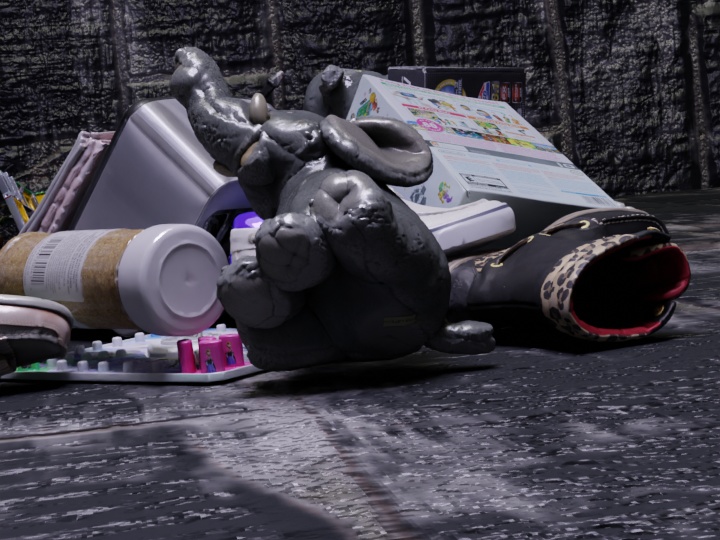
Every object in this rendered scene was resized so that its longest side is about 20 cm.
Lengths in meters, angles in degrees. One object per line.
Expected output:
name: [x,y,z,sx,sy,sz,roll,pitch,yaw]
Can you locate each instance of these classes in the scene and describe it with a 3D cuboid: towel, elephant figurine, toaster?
towel: [-0.241,-0.035,1.226,0.032,0.201,0.191,35,12,8]
elephant figurine: [0.003,-0.081,1.325,0.154,0.202,0.141,2,5,-25]
toaster: [-0.128,-0.050,1.161,0.119,0.201,0.180,42,26,23]
elephant figurine: [-0.022,-0.045,0.858,0.140,0.156,0.201,-20,39,7]

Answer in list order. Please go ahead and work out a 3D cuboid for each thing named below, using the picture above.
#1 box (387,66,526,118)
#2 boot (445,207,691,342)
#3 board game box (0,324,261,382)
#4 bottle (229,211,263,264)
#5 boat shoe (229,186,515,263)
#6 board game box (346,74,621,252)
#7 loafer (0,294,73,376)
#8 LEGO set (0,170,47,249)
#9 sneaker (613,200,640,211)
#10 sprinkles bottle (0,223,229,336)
box: [0.088,-0.084,1.300,0.044,0.202,0.160,7,9,39]
boot: [0.160,0.002,0.941,0.199,0.074,0.150,-11,6,-29]
board game box: [-0.115,0.046,0.973,0.199,0.026,0.199,-2,5,33]
bottle: [0.000,0.000,1.079,0.198,0.066,0.084,5,-24,-3]
boat shoe: [0.006,-0.029,0.986,0.198,0.070,0.071,-15,-6,2]
board game box: [0.090,-0.076,1.127,0.146,0.065,0.200,7,28,-29]
loafer: [-0.276,0.057,0.876,0.198,0.063,0.072,-2,-29,-6]
LEGO set: [-0.356,0.004,1.338,0.199,0.117,0.154,-26,-14,-7]
sneaker: [0.166,-0.013,1.216,0.198,0.079,0.090,10,47,8]
sprinkles bottle: [-0.167,0.006,0.932,0.068,0.069,0.199,-8,5,-40]
